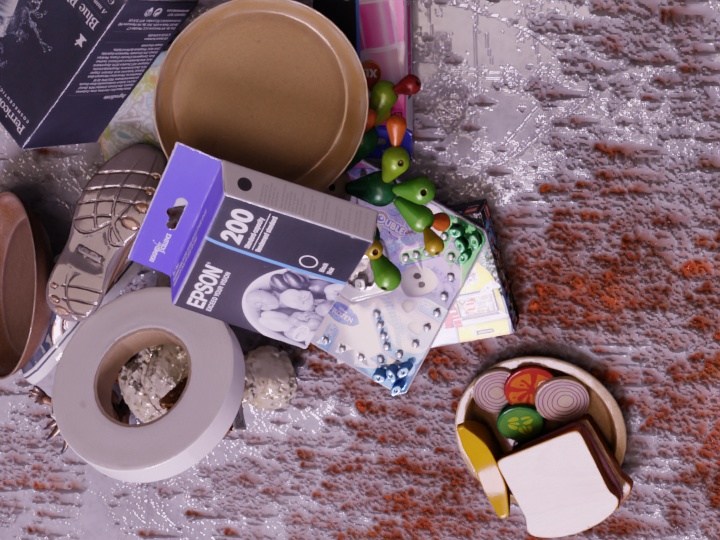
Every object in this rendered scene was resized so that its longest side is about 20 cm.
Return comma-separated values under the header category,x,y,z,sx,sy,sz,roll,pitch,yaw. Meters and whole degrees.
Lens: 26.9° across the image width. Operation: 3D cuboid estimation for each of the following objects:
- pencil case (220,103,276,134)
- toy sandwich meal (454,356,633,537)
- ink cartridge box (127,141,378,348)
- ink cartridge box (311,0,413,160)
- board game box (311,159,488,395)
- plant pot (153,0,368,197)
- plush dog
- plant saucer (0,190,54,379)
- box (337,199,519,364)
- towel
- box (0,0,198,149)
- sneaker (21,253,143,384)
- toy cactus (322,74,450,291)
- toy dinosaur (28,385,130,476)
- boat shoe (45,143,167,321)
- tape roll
category,x,y,z,sx,sy,sz,roll,pitch,yaw
pencil case,-0.122,-0.090,1.485,0.082,0.091,0.201,16,120,6
toy sandwich meal,0.190,0.189,1.591,0.203,0.070,0.207,6,116,12
ink cartridge box,-0.109,-0.018,1.420,0.198,0.044,0.198,19,142,-11
ink cartridge box,0.003,-0.200,1.482,0.094,0.037,0.202,4,117,13
board game box,0.000,0.000,1.531,0.199,0.026,0.201,30,111,8
plant pot,-0.092,-0.154,1.391,0.198,0.028,0.202,-3,109,-10
plush dog,-0.193,0.123,1.634,0.200,0.161,0.172,44,140,-8
plant saucer,-0.371,0.016,1.622,0.036,0.201,0.202,3,125,-34
box,0.052,0.013,1.564,0.198,0.038,0.138,-11,110,19
towel,-0.180,-0.153,1.545,0.198,0.048,0.173,-6,116,17
box,-0.297,-0.257,1.454,0.197,0.117,0.200,49,118,14
sneaker,-0.323,0.034,1.652,0.079,0.079,0.200,39,107,-11
toy cactus,0.005,-0.085,1.459,0.164,0.102,0.202,1,102,32
toy dinosaur,-0.288,0.179,1.657,0.086,0.136,0.201,-37,117,-5
boat shoe,-0.260,-0.043,1.554,0.075,0.072,0.201,33,100,0
tape roll,-0.214,0.114,1.518,0.201,0.205,0.037,-5,153,17
